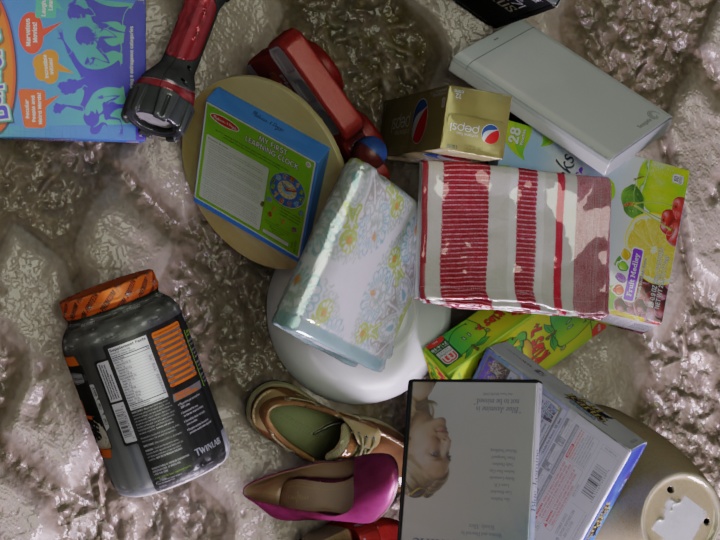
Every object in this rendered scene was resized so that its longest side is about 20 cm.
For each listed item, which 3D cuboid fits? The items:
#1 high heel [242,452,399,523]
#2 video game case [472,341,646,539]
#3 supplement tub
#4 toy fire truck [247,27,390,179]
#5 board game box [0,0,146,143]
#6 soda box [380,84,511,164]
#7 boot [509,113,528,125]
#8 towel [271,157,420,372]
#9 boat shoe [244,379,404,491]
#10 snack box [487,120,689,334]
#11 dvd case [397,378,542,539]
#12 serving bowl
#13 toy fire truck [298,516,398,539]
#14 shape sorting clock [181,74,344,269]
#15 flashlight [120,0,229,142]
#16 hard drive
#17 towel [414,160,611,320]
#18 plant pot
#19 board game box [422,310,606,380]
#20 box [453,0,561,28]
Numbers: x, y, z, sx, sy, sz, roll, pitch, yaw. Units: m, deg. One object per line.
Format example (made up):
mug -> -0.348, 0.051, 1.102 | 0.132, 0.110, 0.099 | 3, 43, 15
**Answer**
high heel -> -0.038, 0.215, 1.559 | 0.096, 0.200, 0.068 | 11, 65, -24
video game case -> 0.167, 0.204, 1.606 | 0.045, 0.181, 0.200 | -13, 133, -55
supplement tub -> -0.213, 0.107, 1.539 | 0.122, 0.123, 0.200 | -21, 96, -17
toy fire truck -> -0.039, -0.141, 1.568 | 0.112, 0.168, 0.200 | -37, 101, -14
board game box -> -0.310, -0.202, 1.544 | 0.200, 0.045, 0.152 | -1, 91, -17
soda box -> 0.080, -0.142, 1.589 | 0.068, 0.200, 0.064 | 8, 89, -17
boot -> 0.199, -0.080, 1.701 | 0.075, 0.074, 0.200 | 7, 86, -27
towel -> 0.000, 0.000, 1.521 | 0.048, 0.200, 0.171 | 19, 83, 28
boat shoe -> -0.024, 0.178, 1.623 | 0.200, 0.074, 0.076 | 23, 91, -16
snack box -> 0.219, -0.043, 1.618 | 0.200, 0.068, 0.169 | 14, 75, -5
dvd case -> 0.106, 0.206, 1.564 | 0.018, 0.142, 0.200 | 25, 67, -60
serving bowl -> 0.008, 0.042, 1.640 | 0.200, 0.066, 0.200 | 0, 91, -19
toy fire truck -> 0.053, 0.328, 1.638 | 0.200, 0.129, 0.176 | -19, 96, -28
shape sorting clock -> -0.093, -0.095, 1.551 | 0.039, 0.200, 0.200 | -38, 103, -44
flashlight -> -0.171, -0.227, 1.550 | 0.068, 0.068, 0.200 | 33, 67, -41
hard drive -> 0.207, -0.182, 1.638 | 0.200, 0.027, 0.132 | 37, 43, 20
towel -> 0.151, -0.031, 1.544 | 0.200, 0.023, 0.144 | 5, 79, -16
plant pot -> 0.284, 0.243, 1.658 | 0.187, 0.200, 0.188 | -1, 92, -20
board game box -> 0.165, 0.071, 1.673 | 0.200, 0.048, 0.102 | -34, 140, -15
box -> 0.110, -0.345, 1.617 | 0.200, 0.164, 0.086 | 33, 81, -16
